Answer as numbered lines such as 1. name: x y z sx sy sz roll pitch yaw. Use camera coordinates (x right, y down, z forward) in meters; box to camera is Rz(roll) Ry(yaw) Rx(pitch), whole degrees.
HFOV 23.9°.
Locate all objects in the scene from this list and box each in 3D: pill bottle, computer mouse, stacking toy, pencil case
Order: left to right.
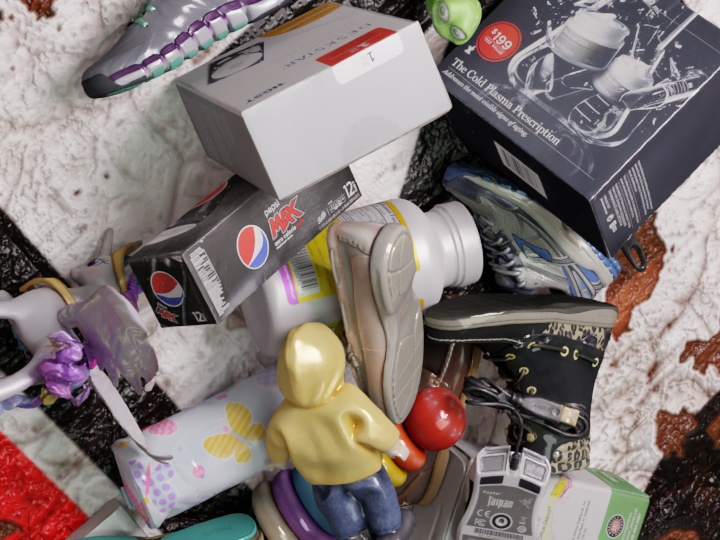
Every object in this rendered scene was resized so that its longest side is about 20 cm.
1. pencil case: -0.112 0.142 1.444 0.199 0.091 0.084 -26 89 -15
2. pill bottle: 0.000 0.000 1.443 0.198 0.104 0.105 -15 108 -18
3. stacking toy: 0.004 0.167 1.465 0.199 0.086 0.085 -38 114 11
4. computer mouse: 0.124 0.175 1.453 0.109 0.044 0.201 10 126 -2

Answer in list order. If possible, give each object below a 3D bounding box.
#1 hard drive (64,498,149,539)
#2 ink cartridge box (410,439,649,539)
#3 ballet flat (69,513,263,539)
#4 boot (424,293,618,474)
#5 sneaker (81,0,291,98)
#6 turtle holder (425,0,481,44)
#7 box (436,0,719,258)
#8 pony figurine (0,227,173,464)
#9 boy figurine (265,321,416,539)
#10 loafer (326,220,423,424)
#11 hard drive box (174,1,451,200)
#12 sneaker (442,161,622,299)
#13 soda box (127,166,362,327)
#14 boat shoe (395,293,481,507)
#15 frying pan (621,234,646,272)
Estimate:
1. hard drive: -0.203 0.314 1.482 0.132 0.026 0.201 -39 113 -9
2. ink cartridge box: 0.147 0.246 1.571 0.198 0.084 0.146 15 97 -23
3. ballet flat: -0.176 0.256 1.432 0.198 0.071 0.071 -8 106 -21
4. boot: 0.136 0.100 1.463 0.202 0.073 0.155 0 100 -37
5. sneaker: -0.150 -0.212 1.358 0.199 0.074 0.088 -33 103 -23
6. turtle holder: 0.092 -0.297 1.392 0.186 0.132 0.141 -46 115 -6
7. box: 0.193 -0.149 1.421 0.182 0.200 0.104 -44 148 -8
8. pony figurine: -0.235 0.062 1.332 0.199 0.194 0.167 -18 148 -22
9. boy figurine: -0.026 0.136 1.379 0.123 0.064 0.201 -14 108 27
10. loafer: 0.011 0.038 1.374 0.072 0.062 0.201 -55 151 -41
11. hard drive box: -0.042 -0.139 1.340 0.155 0.200 0.077 -29 112 -13
12. sneaker: 0.144 -0.021 1.512 0.199 0.077 0.086 34 93 -24
13. soda box: -0.088 -0.034 1.334 0.200 0.070 0.064 -42 117 -41
14. boat shoe: 0.053 0.116 1.509 0.070 0.070 0.202 10 99 -27
15. frying pan: 0.218 -0.094 1.546 0.189 0.031 0.115 34 89 -28
